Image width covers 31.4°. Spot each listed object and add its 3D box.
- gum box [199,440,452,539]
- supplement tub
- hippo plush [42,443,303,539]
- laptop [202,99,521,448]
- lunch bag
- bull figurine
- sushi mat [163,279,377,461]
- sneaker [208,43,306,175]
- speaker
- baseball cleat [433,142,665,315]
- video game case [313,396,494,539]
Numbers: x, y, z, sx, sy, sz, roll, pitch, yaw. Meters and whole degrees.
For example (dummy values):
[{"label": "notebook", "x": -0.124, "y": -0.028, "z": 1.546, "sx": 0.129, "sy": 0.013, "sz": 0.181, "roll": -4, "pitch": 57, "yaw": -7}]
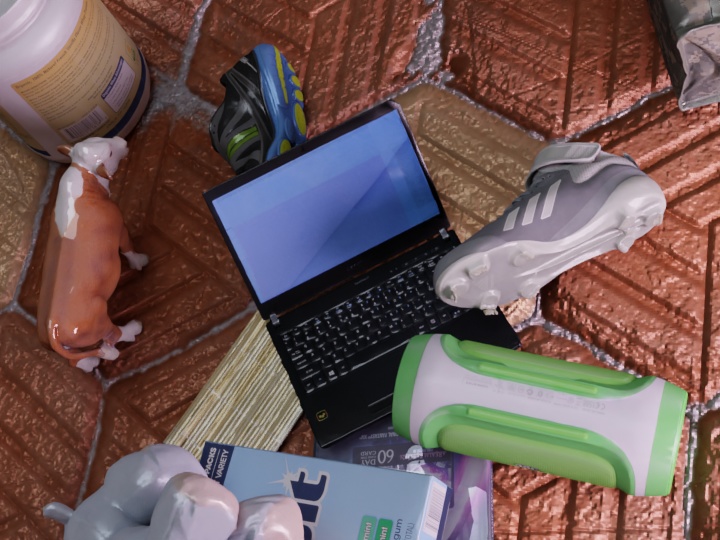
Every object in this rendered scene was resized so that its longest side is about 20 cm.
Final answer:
[{"label": "gum box", "x": -0.046, "y": 0.222, "z": 0.928, "sx": 0.197, "sy": 0.045, "sz": 0.172, "roll": 4, "pitch": 70, "yaw": 30}, {"label": "supplement tub", "x": -0.296, "y": -0.206, "z": 1.170, "sx": 0.142, "sy": 0.200, "sz": 0.146, "roll": -9, "pitch": 61, "yaw": 16}, {"label": "hippo plush", "x": -0.135, "y": 0.214, "z": 0.891, "sx": 0.201, "sy": 0.159, "sz": 0.160, "roll": -50, "pitch": 30, "yaw": -7}, {"label": "laptop", "x": 0.000, "y": 0.000, "z": 0.995, "sx": 0.175, "sy": 0.104, "sz": 0.201, "roll": -26, "pitch": 55, "yaw": -2}, {"label": "lunch bag", "x": 0.325, "y": -0.236, "z": 0.996, "sx": 0.197, "sy": 0.118, "sz": 0.166, "roll": -12, "pitch": 60, "yaw": 8}, {"label": "bull figurine", "x": -0.229, "y": -0.013, "z": 1.094, "sx": 0.064, "sy": 0.122, "sz": 0.203, "roll": 0, "pitch": 65, "yaw": 20}, {"label": "sushi mat", "x": -0.075, "y": 0.084, "z": 1.049, "sx": 0.095, "sy": 0.012, "sz": 0.201, "roll": 28, "pitch": 77, "yaw": 29}, {"label": "sneaker", "x": -0.089, "y": -0.105, "z": 1.125, "sx": 0.082, "sy": 0.071, "sz": 0.202, "roll": -23, "pitch": 56, "yaw": 25}, {"label": "speaker", "x": 0.126, "y": 0.101, "z": 0.907, "sx": 0.197, "sy": 0.089, "sz": 0.090, "roll": 11, "pitch": 68, "yaw": 16}, {"label": "baseball cleat", "x": 0.133, "y": -0.037, "z": 0.988, "sx": 0.197, "sy": 0.070, "sz": 0.107, "roll": -18, "pitch": 48, "yaw": -15}, {"label": "video game case", "x": 0.030, "y": 0.190, "z": 0.952, "sx": 0.141, "sy": 0.019, "sz": 0.203, "roll": -8, "pitch": 61, "yaw": 18}]
